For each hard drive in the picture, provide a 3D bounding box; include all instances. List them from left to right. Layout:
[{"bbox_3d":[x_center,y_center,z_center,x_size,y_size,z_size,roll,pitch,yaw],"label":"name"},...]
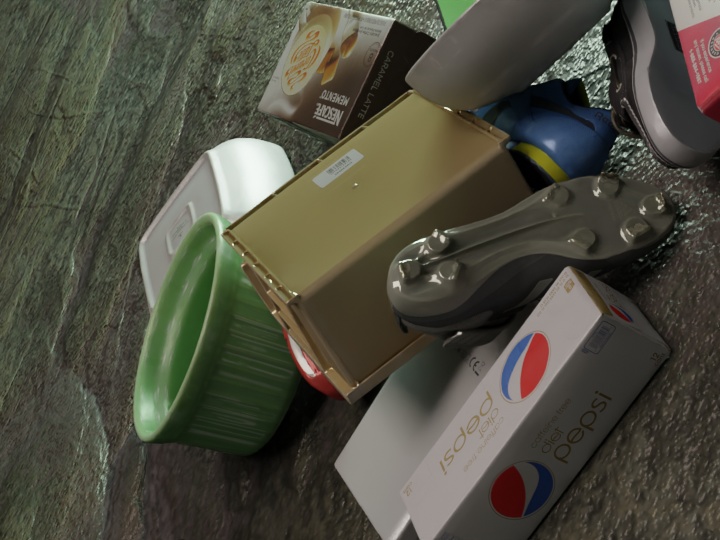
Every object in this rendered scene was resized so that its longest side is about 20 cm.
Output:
[{"bbox_3d":[0.060,0.093,1.333,0.201,0.027,0.132,-58,28,9],"label":"hard drive"}]

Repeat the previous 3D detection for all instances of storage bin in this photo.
[{"bbox_3d":[0.017,-0.029,1.354,0.199,0.094,0.199,-37,26,-6],"label":"storage bin"}]

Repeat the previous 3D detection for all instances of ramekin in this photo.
[{"bbox_3d":[-0.114,0.061,1.554,0.200,0.097,0.202,-162,90,-71],"label":"ramekin"}]

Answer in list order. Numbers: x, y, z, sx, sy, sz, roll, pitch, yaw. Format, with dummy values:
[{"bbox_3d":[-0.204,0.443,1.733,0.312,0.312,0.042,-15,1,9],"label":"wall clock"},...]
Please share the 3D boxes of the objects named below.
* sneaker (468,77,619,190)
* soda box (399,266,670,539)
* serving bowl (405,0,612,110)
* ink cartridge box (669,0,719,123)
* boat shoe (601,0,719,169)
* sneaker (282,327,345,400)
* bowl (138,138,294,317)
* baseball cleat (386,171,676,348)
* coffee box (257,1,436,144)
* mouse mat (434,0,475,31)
[{"bbox_3d":[0.131,-0.110,1.358,0.078,0.066,0.200,-47,26,-3],"label":"sneaker"},{"bbox_3d":[0.111,0.101,1.195,0.201,0.063,0.068,-54,28,16],"label":"soda box"},{"bbox_3d":[0.125,-0.180,1.300,0.200,0.066,0.200,-42,0,0],"label":"serving bowl"},{"bbox_3d":[0.290,-0.190,1.113,0.200,0.084,0.145,-45,32,34],"label":"ink cartridge box"},{"bbox_3d":[0.197,-0.125,1.244,0.066,0.069,0.201,-53,27,35],"label":"boat shoe"},{"bbox_3d":[0.000,0.000,1.466,0.115,0.078,0.201,-43,34,36],"label":"sneaker"},{"bbox_3d":[-0.143,-0.025,1.744,0.200,0.074,0.200,-50,30,21],"label":"bowl"},{"bbox_3d":[0.115,-0.005,1.235,0.198,0.107,0.070,-13,59,2],"label":"baseball cleat"},{"bbox_3d":[-0.003,-0.164,1.609,0.115,0.079,0.200,-65,26,2],"label":"coffee box"},{"bbox_3d":[0.115,-0.294,1.599,0.161,0.007,0.201,-49,31,26],"label":"mouse mat"}]
